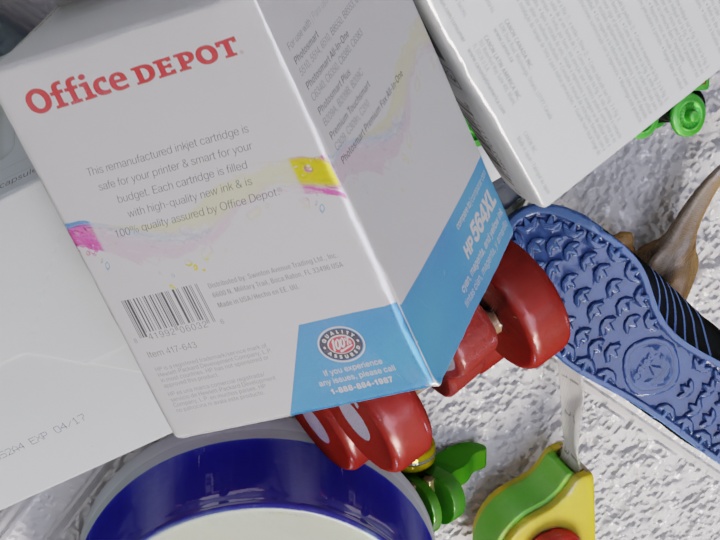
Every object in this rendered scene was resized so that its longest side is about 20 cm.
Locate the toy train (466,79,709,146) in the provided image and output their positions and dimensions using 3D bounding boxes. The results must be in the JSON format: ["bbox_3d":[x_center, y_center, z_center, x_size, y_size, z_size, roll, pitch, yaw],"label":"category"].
[{"bbox_3d":[0.090,-0.092,1.047,0.198,0.042,0.057,-4,103,-30],"label":"toy train"}]

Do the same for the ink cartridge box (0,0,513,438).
[{"bbox_3d":[-0.043,-0.057,0.865,0.128,0.125,0.201,-12,115,28],"label":"ink cartridge box"}]

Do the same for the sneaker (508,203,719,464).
[{"bbox_3d":[0.145,0.033,1.154,0.200,0.078,0.070,42,94,-14],"label":"sneaker"}]

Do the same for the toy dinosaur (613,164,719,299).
[{"bbox_3d":[0.175,-0.005,1.229,0.106,0.060,0.201,-14,132,-35],"label":"toy dinosaur"}]

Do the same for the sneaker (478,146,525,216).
[{"bbox_3d":[0.035,-0.089,1.086,0.198,0.079,0.130,24,95,-45],"label":"sneaker"}]

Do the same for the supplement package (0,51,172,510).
[{"bbox_3d":[-0.170,0.010,0.976,0.199,0.111,0.156,-25,127,13],"label":"supplement package"}]

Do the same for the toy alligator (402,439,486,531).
[{"bbox_3d":[-0.010,0.137,1.202,0.198,0.054,0.060,-13,121,-21],"label":"toy alligator"}]

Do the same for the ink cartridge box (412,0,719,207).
[{"bbox_3d":[0.117,-0.145,0.944,0.200,0.057,0.163,-40,132,-6],"label":"ink cartridge box"}]

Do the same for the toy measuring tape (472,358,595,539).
[{"bbox_3d":[0.098,0.126,1.244,0.073,0.074,0.202,-17,122,-18],"label":"toy measuring tape"}]

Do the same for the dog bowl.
[{"bbox_3d":[-0.054,0.182,1.149,0.198,0.079,0.202,-2,122,-3],"label":"dog bowl"}]

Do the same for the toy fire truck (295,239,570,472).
[{"bbox_3d":[0.000,0.000,1.058,0.112,0.200,0.169,-35,95,-16],"label":"toy fire truck"}]
